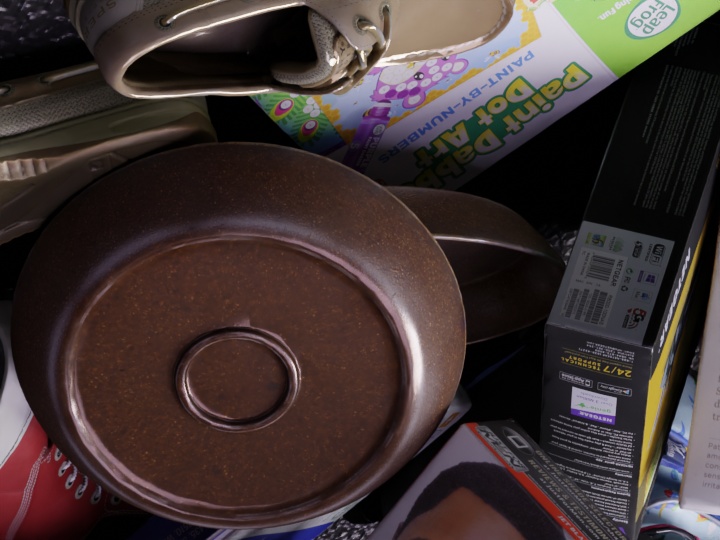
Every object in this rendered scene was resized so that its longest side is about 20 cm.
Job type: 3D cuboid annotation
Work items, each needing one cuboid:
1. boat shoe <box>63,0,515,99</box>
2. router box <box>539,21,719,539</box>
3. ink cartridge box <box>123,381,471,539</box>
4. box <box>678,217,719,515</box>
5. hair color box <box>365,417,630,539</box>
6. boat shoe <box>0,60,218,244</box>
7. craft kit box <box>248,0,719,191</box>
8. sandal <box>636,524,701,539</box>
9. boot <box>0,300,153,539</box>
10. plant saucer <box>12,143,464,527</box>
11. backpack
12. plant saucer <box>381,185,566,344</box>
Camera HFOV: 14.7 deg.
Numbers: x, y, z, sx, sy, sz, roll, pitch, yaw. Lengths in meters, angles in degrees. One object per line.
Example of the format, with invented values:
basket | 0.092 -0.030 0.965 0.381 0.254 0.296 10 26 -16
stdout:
boat shoe | -0.020 -0.099 1.134 0.199 0.065 0.072 -3 137 -27
router box | 0.134 0.004 1.317 0.052 0.201 0.158 13 143 12
ink cartridge box | -0.057 0.117 1.388 0.197 0.047 0.200 -39 165 17
box | 0.223 0.021 1.329 0.106 0.202 0.152 8 177 13
hair color box | 0.030 0.173 1.266 0.200 0.102 0.061 -52 159 16
boat shoe | -0.163 -0.053 1.189 0.199 0.063 0.073 -13 146 -7
craft kit box | 0.041 -0.126 1.227 0.199 0.049 0.197 -35 145 10
sandal | 0.152 0.159 1.397 0.199 0.045 0.075 19 125 -40
boot | -0.146 0.081 1.339 0.143 0.073 0.200 -2 144 -29
plant saucer | -0.053 0.039 1.210 0.199 0.035 0.201 -1 122 -1
backpack | 0.128 0.137 1.499 0.183 0.147 0.199 -42 142 21
plant saucer | 0.000 0.000 1.299 0.199 0.035 0.200 -2 164 -1
